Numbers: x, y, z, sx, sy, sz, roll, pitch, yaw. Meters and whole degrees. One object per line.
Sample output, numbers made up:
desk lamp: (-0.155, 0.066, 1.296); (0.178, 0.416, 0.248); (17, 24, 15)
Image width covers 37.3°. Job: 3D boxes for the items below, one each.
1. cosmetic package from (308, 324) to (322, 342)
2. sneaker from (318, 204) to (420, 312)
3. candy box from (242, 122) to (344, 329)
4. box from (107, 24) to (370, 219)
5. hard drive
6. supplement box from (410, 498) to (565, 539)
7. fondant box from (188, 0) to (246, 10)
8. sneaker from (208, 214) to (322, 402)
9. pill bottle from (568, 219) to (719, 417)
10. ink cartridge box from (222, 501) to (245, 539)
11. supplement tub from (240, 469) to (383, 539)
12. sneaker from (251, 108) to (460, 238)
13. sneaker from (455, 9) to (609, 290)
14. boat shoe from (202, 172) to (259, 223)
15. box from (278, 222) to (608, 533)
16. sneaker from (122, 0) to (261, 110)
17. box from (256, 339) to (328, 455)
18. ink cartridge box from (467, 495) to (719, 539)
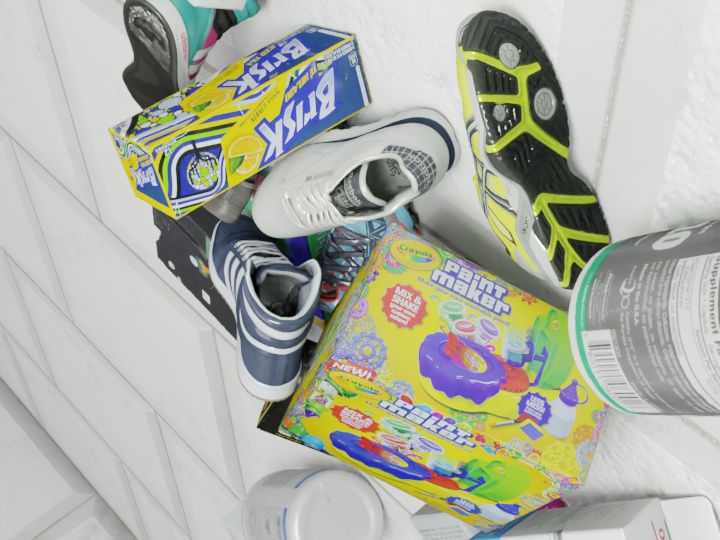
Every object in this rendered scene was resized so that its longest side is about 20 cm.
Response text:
cosmetic package: (-0.034, 0.084, 1.156); (0.200, 0.052, 0.151); (44, 149, 22)
sneaker: (0.000, 0.000, 0.948); (0.079, 0.095, 0.201); (30, 144, 40)
candy box: (-0.077, -0.068, 1.022); (0.169, 0.077, 0.201); (30, 145, 42)
box: (-0.090, -0.122, 0.842); (0.070, 0.200, 0.065); (26, 142, 46)
hard drive: (-0.135, 0.001, 1.068); (0.200, 0.038, 0.140); (44, 152, 23)
supplement box: (0.155, 0.283, 1.008); (0.200, 0.101, 0.103); (55, 153, 1)
fondant box: (-0.138, -0.312, 0.797); (0.200, 0.058, 0.145); (44, 120, 20)
sneaker: (-0.082, 0.000, 0.905); (0.109, 0.070, 0.201); (106, 154, -45)
pill bottle: (0.218, 0.025, 0.592); (0.113, 0.113, 0.200); (60, 153, -9)
ink cartridge box: (-0.099, 0.384, 1.540); (0.200, 0.109, 0.051); (23, 139, 47)
supplement tub: (-0.066, 0.326, 1.395); (0.132, 0.132, 0.200); (58, 155, -6)
sneaker: (-0.019, -0.066, 0.843); (0.199, 0.081, 0.077); (-21, 114, 36)
sneaker: (0.099, -0.076, 0.721); (0.076, 0.075, 0.201); (12, 129, 54)
boat shoe: (-0.157, -0.089, 0.953); (0.200, 0.067, 0.057); (23, 97, 53)
box: (0.065, 0.092, 0.835); (0.199, 0.122, 0.193); (27, 152, -3)
sneaker: (-0.146, -0.210, 0.927); (0.084, 0.121, 0.200); (40, 158, 3)
box: (0.010, 0.145, 1.038); (0.199, 0.050, 0.160); (21, 153, -7)
ink cartridge box: (0.192, 0.252, 0.854); (0.199, 0.067, 0.116); (-20, 87, 44)
